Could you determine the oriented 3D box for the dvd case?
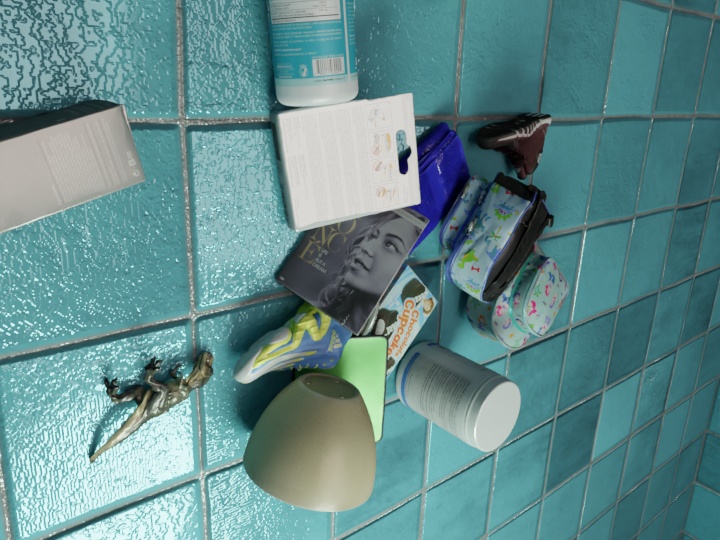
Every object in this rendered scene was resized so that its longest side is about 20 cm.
[{"bbox_3d":[-0.011,-0.030,0.869,0.202,0.147,0.016,-57,170,-10],"label":"dvd case"}]

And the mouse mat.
[{"bbox_3d":[-0.034,0.201,0.964,0.158,0.008,0.204,-2,109,-14],"label":"mouse mat"}]

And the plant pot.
[{"bbox_3d":[-0.059,0.230,0.862,0.198,0.199,0.137,8,102,-42],"label":"plant pot"}]

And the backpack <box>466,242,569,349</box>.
[{"bbox_3d":[0.307,0.051,1.168,0.201,0.150,0.177,-54,133,-7],"label":"backpack"}]

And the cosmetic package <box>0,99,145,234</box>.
[{"bbox_3d":[-0.330,-0.100,0.580,0.198,0.106,0.092,-27,122,-34],"label":"cosmetic package"}]

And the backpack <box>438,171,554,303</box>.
[{"bbox_3d":[0.224,-0.055,1.034,0.202,0.146,0.183,-61,154,2],"label":"backpack"}]

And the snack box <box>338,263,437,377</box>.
[{"bbox_3d":[0.045,0.099,1.020,0.201,0.037,0.116,-55,131,-12],"label":"snack box"}]

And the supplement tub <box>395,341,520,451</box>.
[{"bbox_3d":[0.170,0.220,1.062,0.130,0.199,0.135,-15,115,-36],"label":"supplement tub"}]

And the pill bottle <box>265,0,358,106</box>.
[{"bbox_3d":[-0.061,-0.315,0.736,0.110,0.110,0.204,-19,117,-35],"label":"pill bottle"}]

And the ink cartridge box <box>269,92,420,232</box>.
[{"bbox_3d":[-0.018,-0.155,0.834,0.197,0.057,0.166,-16,113,-21],"label":"ink cartridge box"}]

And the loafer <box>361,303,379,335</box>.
[{"bbox_3d":[0.000,0.000,0.932,0.068,0.075,0.204,4,98,1],"label":"loafer"}]

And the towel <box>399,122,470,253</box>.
[{"bbox_3d":[0.109,-0.131,0.990,0.200,0.049,0.149,-44,128,-21],"label":"towel"}]

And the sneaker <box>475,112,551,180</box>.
[{"bbox_3d":[0.290,-0.220,1.103,0.198,0.075,0.118,-23,122,-34],"label":"sneaker"}]

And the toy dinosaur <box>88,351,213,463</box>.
[{"bbox_3d":[-0.275,0.162,0.761,0.199,0.047,0.089,-37,132,-22],"label":"toy dinosaur"}]

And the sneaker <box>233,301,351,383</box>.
[{"bbox_3d":[-0.086,0.121,0.868,0.199,0.075,0.106,-39,101,-25],"label":"sneaker"}]
